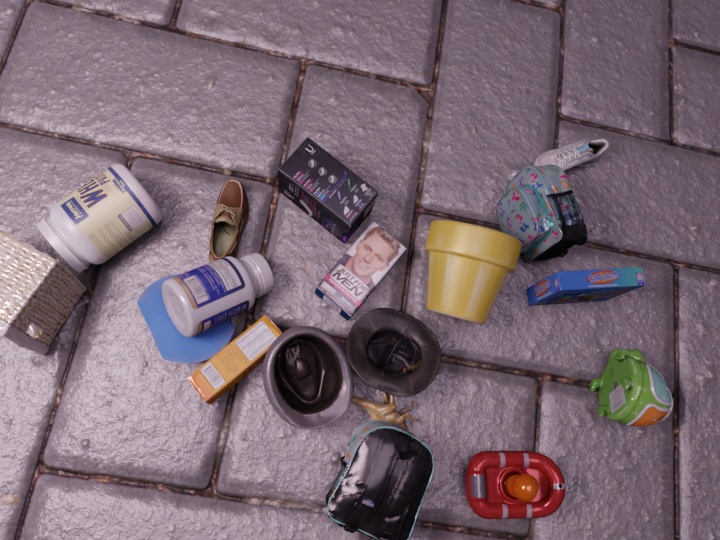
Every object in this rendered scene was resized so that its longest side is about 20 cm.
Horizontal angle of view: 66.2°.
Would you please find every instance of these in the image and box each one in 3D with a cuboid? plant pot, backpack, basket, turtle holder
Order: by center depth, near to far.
[{"bbox_3d":[-0.664,0.032,1.033,0.199,0.198,0.162,27,68,0],"label":"basket"},{"bbox_3d":[0.042,0.393,1.060,0.175,0.153,0.201,25,87,-1],"label":"backpack"},{"bbox_3d":[0.225,0.008,1.186,0.199,0.201,0.190,15,89,-4],"label":"plant pot"},{"bbox_3d":[0.591,0.259,1.205,0.131,0.186,0.142,21,105,-2],"label":"turtle holder"},{"bbox_3d":[0.400,-0.134,1.251,0.149,0.178,0.201,-4,71,-15],"label":"backpack"}]

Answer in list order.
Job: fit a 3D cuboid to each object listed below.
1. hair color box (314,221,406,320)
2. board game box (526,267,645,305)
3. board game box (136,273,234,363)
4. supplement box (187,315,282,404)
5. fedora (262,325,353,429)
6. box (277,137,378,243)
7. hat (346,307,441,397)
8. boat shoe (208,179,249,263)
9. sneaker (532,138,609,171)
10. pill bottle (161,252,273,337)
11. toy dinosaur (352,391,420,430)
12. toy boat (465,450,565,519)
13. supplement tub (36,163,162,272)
[{"bbox_3d":[0.000,0.000,1.212,0.100,0.061,0.200,39,72,3],"label":"hair color box"},{"bbox_3d":[0.497,0.037,1.231,0.198,0.152,0.045,-2,75,-10],"label":"board game box"},{"bbox_3d":[-0.358,0.103,1.136,0.157,0.039,0.201,-20,70,-34],"label":"board game box"},{"bbox_3d":[-0.248,0.181,1.122,0.200,0.067,0.069,-37,80,-17],"label":"supplement box"},{"bbox_3d":[-0.111,0.213,1.117,0.176,0.090,0.201,-27,90,-17],"label":"fedora"},{"bbox_3d":[-0.074,-0.174,1.215,0.200,0.122,0.106,38,73,2],"label":"box"},{"bbox_3d":[0.065,0.179,1.158,0.199,0.081,0.202,4,62,-7],"label":"hat"},{"bbox_3d":[-0.283,-0.103,1.189,0.075,0.074,0.202,5,74,-7],"label":"boat shoe"},{"bbox_3d":[0.519,-0.285,1.357,0.199,0.087,0.075,-21,80,-12],"label":"sneaker"},{"bbox_3d":[-0.281,0.040,1.110,0.199,0.120,0.120,-25,79,-36],"label":"pill bottle"},{"bbox_3d":[0.051,0.289,1.143,0.199,0.058,0.101,35,74,2],"label":"toy dinosaur"},{"bbox_3d":[0.317,0.432,1.106,0.198,0.131,0.132,2,75,-8],"label":"toy boat"},{"bbox_3d":[-0.523,-0.104,1.116,0.200,0.145,0.145,-41,84,-17],"label":"supplement tub"}]
